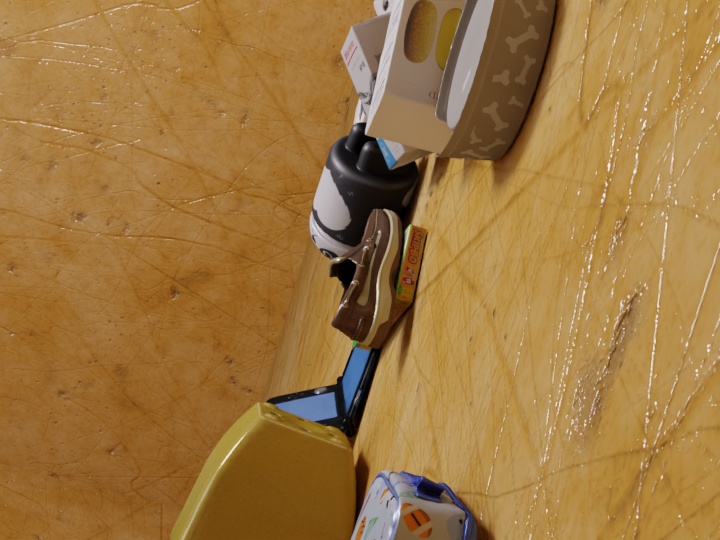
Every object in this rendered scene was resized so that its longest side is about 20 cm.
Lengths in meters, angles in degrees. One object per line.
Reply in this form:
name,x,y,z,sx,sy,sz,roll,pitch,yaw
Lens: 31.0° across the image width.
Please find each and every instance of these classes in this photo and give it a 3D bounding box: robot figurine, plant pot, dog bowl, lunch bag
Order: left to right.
plant pot,-0.099,0.269,1.511,0.196,0.194,0.201,-161,92,-84
robot figurine,0.002,-0.099,1.713,0.150,0.124,0.200,-62,-6,-52
lunch bag,0.030,0.223,0.931,0.200,0.075,0.161,173,114,-84
dog bowl,0.120,-0.191,1.174,0.200,0.058,0.201,-166,90,-84

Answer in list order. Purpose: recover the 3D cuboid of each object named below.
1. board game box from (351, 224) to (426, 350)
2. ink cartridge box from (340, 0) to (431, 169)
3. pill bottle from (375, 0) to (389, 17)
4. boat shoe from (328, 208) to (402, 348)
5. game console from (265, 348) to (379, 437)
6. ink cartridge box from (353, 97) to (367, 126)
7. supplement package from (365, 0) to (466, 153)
board game box,0.031,0.027,1.564,0.200,0.030,0.096,132,154,-63
ink cartridge box,0.033,-0.230,1.536,0.116,0.066,0.201,141,107,-81
pill bottle,0.083,-0.322,1.590,0.200,0.109,0.110,136,148,-78
boat shoe,0.002,-0.004,1.487,0.203,0.075,0.075,-85,16,-49
game console,-0.053,0.142,1.721,0.200,0.170,0.119,-106,5,-79
ink cartridge box,0.052,-0.266,1.852,0.145,0.084,0.201,-83,10,-55
supplement package,0.085,-0.235,1.352,0.110,0.113,0.201,120,163,-71
